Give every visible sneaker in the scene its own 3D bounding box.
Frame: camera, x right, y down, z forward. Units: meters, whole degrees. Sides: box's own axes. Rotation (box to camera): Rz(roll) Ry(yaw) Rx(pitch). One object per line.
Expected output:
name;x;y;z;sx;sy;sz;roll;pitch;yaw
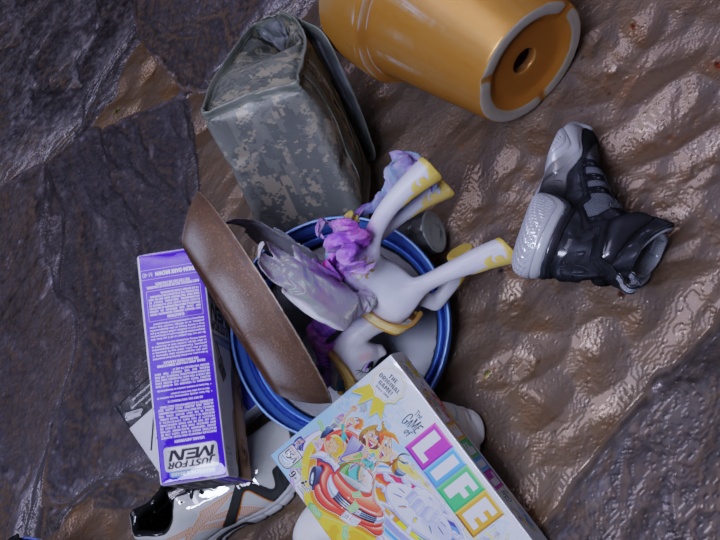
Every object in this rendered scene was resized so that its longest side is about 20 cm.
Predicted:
sneaker;0.196;-0.046;1.035;0.114;0.076;0.200;20;39;7
sneaker;0.007;0.171;1.071;0.200;0.080;0.070;-42;47;17
sneaker;-0.130;0.204;1.174;0.200;0.080;0.074;-42;43;12

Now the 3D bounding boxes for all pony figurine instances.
pony figurine;0.000;0.000;1.027;0.200;0.193;0.167;-44;22;4

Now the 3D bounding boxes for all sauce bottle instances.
sauce bottle;-0.011;-0.009;1.205;0.200;0.066;0.066;-16;57;32

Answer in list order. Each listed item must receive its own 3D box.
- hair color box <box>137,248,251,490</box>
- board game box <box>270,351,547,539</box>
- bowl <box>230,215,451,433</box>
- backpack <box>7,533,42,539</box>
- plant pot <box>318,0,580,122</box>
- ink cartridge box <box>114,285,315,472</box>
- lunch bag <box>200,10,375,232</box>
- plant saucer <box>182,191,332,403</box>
hair color box;-0.145;0.089;1.116;0.065;0.109;0.200;-8;78;4
board game box;0.040;0.183;0.993;0.134;0.034;0.200;-41;78;16
bowl;-0.015;0.053;1.126;0.200;0.039;0.201;-2;82;14
backpack;-0.292;0.349;1.180;0.200;0.154;0.191;-45;52;3
plant pot;0.095;-0.237;1.165;0.200;0.200;0.183;-51;58;6
ink cartridge box;-0.131;0.104;1.204;0.200;0.044;0.094;-41;75;13
lunch bag;-0.061;-0.143;1.219;0.117;0.164;0.200;-16;31;13
plant saucer;-0.091;0.030;1.014;0.037;0.200;0.200;-32;44;-7
